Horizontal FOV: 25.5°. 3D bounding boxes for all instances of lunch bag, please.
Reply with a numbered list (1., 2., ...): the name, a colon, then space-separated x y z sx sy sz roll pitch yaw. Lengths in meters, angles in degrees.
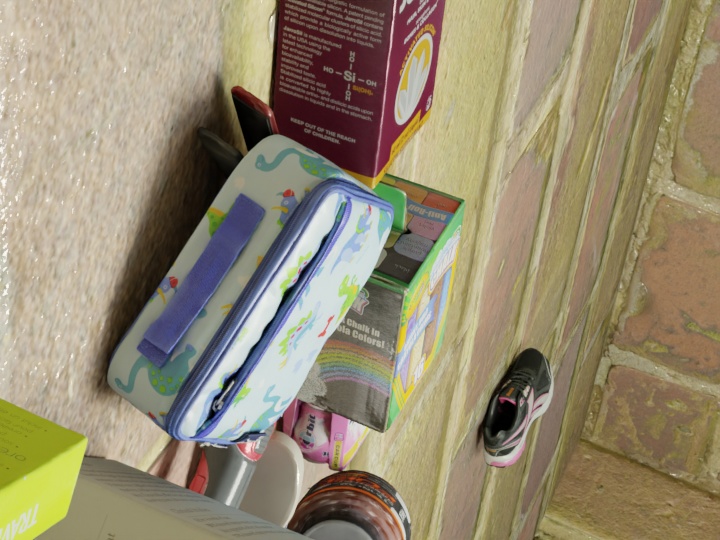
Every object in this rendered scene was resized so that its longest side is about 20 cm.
1. lunch bag: -0.068 0.018 1.030 0.201 0.082 0.161 -57 161 3

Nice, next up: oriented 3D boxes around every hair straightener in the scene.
1. hair straightener: -0.083 -0.046 1.078 0.077 0.041 0.200 -50 165 -16

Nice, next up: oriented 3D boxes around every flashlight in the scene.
1. flashlight: -0.116 0.157 1.152 0.201 0.068 0.068 -65 -162 -5

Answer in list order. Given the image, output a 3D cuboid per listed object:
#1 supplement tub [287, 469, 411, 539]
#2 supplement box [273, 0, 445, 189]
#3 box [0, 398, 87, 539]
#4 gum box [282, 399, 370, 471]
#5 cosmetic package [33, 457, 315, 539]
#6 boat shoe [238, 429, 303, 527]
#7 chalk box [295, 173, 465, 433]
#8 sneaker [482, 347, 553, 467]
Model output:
1. supplement tub: -0.012 0.229 1.327 0.200 0.106 0.108 5 104 -87
2. supplement box: 0.003 -0.174 1.101 0.110 0.085 0.201 -54 158 -46
3. box: -0.207 0.089 0.614 0.200 0.121 0.048 -31 140 -67
4. gum box: -0.003 0.076 1.430 0.200 0.066 0.114 -53 156 -48
5. cosmetic package: -0.119 0.218 0.938 0.167 0.199 0.167 34 76 -74
6. boat shoe: -0.091 0.193 1.257 0.201 0.074 0.093 -62 175 25
7. chalk box: 0.000 0.000 1.239 0.124 0.124 0.201 -53 159 -47
8. sneaker: 0.242 0.202 2.458 0.087 0.080 0.201 68 37 -53
